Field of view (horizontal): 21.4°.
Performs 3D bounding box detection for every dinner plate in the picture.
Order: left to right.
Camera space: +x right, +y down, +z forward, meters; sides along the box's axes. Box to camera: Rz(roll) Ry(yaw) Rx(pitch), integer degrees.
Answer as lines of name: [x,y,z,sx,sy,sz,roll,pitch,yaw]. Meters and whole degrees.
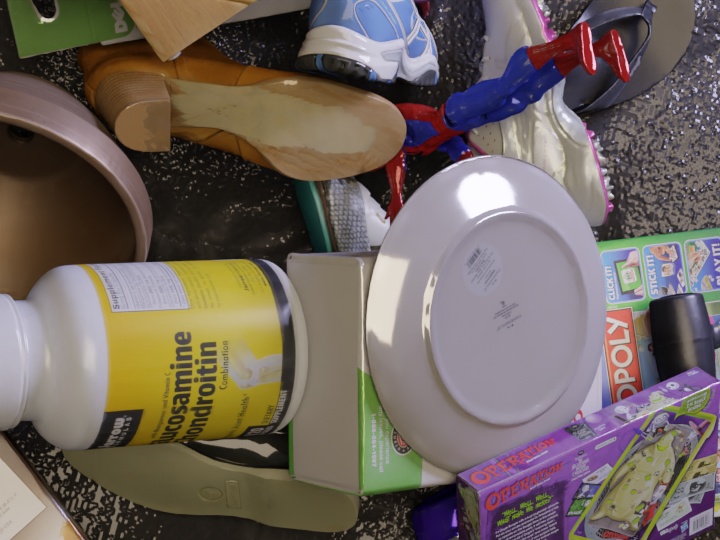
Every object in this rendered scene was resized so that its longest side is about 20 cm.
dinner plate: [0.087,0.029,1.184,0.200,0.024,0.201,-1,92,-37]

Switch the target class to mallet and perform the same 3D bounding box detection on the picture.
mallet: [0.295,0.050,1.321,0.199,0.041,0.066,1,84,-14]

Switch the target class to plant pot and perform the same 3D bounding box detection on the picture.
plant pot: [-0.226,-0.060,1.212,0.200,0.201,0.093,15,48,-8]

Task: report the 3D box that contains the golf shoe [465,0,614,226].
golf shoe: [0.102,-0.116,1.283,0.091,0.075,0.201,-19,90,6]

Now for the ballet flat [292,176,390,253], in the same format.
ballet flat: [0.000,0.000,1.285,0.072,0.072,0.201,-11,92,-11]

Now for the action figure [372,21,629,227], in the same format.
action figure: [0.079,-0.081,1.230,0.065,0.199,0.099,6,71,-51]

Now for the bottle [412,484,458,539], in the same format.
bottle: [0.111,0.232,1.285,0.083,0.065,0.201,-29,91,-20]

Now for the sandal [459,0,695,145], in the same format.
sandal: [0.158,-0.141,1.335,0.200,0.043,0.076,-36,92,-11]

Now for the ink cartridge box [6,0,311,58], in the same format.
ink cartridge box: [-0.135,-0.210,1.245,0.199,0.059,0.104,-11,112,-6]

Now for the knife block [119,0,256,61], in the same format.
knife block: [-0.131,-0.229,1.173,0.200,0.064,0.176,-32,111,2]

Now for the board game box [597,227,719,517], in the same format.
board game box: [0.217,0.075,1.336,0.134,0.029,0.201,-7,87,-11]

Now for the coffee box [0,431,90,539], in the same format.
coffee box: [-0.228,0.163,1.207,0.080,0.114,0.200,-37,93,-11]

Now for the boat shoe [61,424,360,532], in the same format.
boat shoe: [-0.095,0.122,1.263,0.200,0.074,0.063,9,49,0]

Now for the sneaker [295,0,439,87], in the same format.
sneaker: [0.014,-0.161,1.234,0.075,0.200,0.077,9,97,9]

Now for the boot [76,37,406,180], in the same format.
boot: [-0.080,-0.120,1.247,0.200,0.144,0.071,2,117,-16]

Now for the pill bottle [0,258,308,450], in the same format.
pill bottle: [-0.141,0.051,1.165,0.199,0.112,0.113,-3,86,-27]

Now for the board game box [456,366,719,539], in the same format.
board game box: [0.150,0.150,1.234,0.199,0.032,0.120,-20,127,-28]

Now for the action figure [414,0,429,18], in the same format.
action figure: [0.046,-0.239,1.258,0.134,0.200,0.149,-24,51,-18]

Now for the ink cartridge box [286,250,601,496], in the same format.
ink cartridge box: [0.056,0.058,1.229,0.199,0.084,0.146,-3,94,-37]
